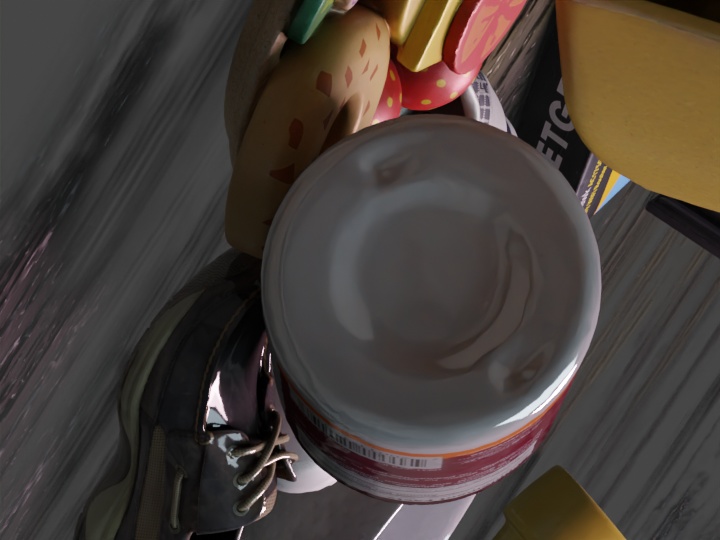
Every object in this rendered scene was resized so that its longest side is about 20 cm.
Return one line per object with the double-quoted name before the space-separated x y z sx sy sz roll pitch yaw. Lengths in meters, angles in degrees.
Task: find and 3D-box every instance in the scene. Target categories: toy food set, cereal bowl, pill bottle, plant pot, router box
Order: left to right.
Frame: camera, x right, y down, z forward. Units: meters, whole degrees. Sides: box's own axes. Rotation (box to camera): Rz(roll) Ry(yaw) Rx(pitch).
"cereal bowl" -0.011 0.133 1.219 0.200 0.083 0.200 -50 164 -20
"toy food set" 0.018 -0.104 0.855 0.200 0.049 0.198 -31 152 -57
"pill bottle" 0.023 0.024 0.835 0.114 0.114 0.200 -52 172 -10
"plant pot" 0.158 0.301 1.955 0.189 0.201 0.201 -38 164 -2
"router box" 0.150 -0.122 1.224 0.149 0.051 0.200 -41 160 -35
"plant pot" 0.196 -0.115 1.009 0.200 0.195 0.195 91 20 -62

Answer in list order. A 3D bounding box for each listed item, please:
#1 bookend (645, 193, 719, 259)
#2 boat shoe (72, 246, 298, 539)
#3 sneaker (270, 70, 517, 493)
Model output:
"bookend" 0.328 -0.128 1.701 0.200 0.092 0.199 -34 153 -51
"boat shoe" -0.059 0.072 0.948 0.074 0.073 0.200 -41 160 -44
"sneaker" 0.000 0.000 0.987 0.201 0.076 0.081 -65 168 -7
